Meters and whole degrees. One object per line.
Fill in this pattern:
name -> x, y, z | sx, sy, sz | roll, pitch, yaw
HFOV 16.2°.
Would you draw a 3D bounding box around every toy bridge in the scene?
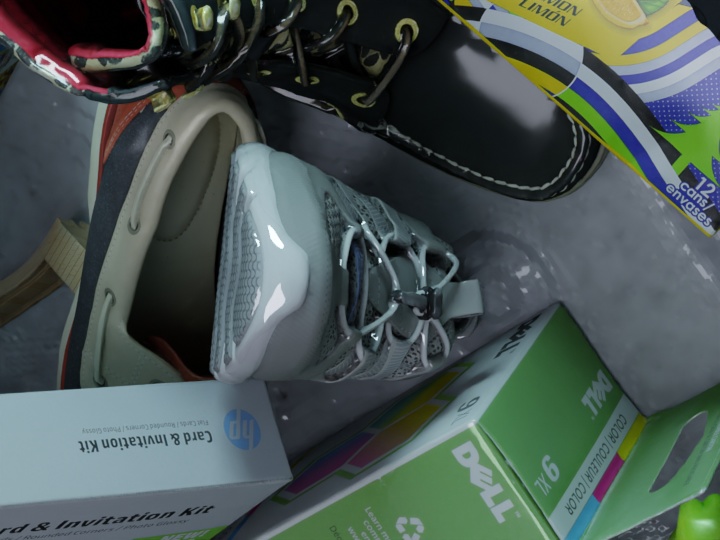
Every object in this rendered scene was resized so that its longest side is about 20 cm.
toy bridge -> -0.153, 0.064, 0.972 | 0.067, 0.027, 0.201 | 45, 113, 36

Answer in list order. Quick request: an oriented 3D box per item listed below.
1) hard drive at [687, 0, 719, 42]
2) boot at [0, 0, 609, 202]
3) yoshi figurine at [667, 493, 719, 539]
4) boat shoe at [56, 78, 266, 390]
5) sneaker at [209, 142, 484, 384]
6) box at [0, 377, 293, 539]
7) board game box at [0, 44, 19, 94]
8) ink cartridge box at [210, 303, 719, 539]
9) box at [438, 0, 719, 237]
hard drive -> 0.067, -0.170, 0.708 | 0.033, 0.140, 0.200 | -35, 81, -13
boot -> -0.024, -0.072, 0.809 | 0.203, 0.154, 0.074 | 36, 117, 7
yoshi figurine -> 0.105, 0.141, 0.863 | 0.198, 0.113, 0.112 | 3, 155, -13
boat shoe -> -0.065, 0.019, 0.901 | 0.063, 0.071, 0.201 | 42, 133, 53
sneaker -> 0.000, 0.000, 0.819 | 0.081, 0.200, 0.075 | 6, 92, 7
box -> -0.138, 0.095, 0.847 | 0.200, 0.155, 0.041 | -40, 60, 46
board game box -> -0.185, -0.023, 0.864 | 0.064, 0.148, 0.201 | 29, 100, -3
ink cartridge box -> 0.035, 0.073, 0.872 | 0.199, 0.104, 0.059 | -31, 97, 29
box -> 0.064, -0.106, 0.809 | 0.200, 0.070, 0.064 | 42, 119, 2
